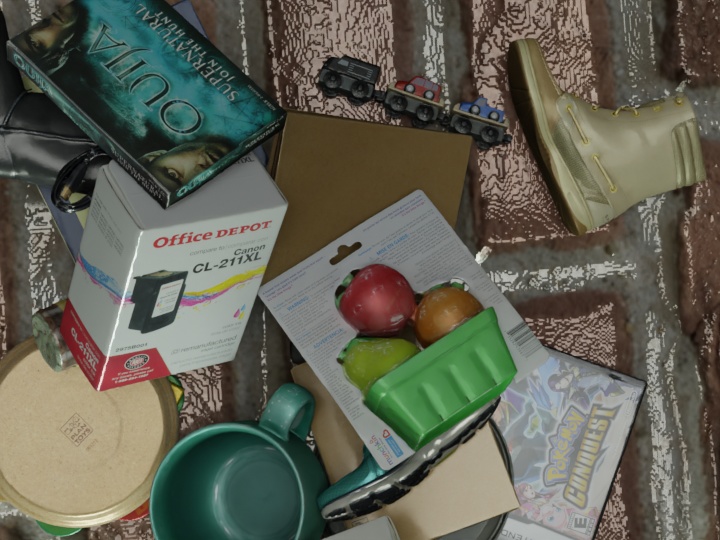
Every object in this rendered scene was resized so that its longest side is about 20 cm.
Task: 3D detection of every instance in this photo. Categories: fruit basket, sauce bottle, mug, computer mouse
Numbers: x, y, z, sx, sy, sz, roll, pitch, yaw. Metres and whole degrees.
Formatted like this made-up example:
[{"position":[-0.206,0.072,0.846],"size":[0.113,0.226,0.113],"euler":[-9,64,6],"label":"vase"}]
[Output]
[{"position":[0.037,0.051,1.452],"size":[0.185,0.094,0.200],"euler":[-33,69,-17],"label":"fruit basket"},{"position":[-0.206,0.035,1.539],"size":[0.200,0.065,0.065],"euler":[-19,90,-26],"label":"sauce bottle"},{"position":[-0.093,0.209,1.527],"size":[0.185,0.114,0.152],"euler":[-30,79,12],"label":"mug"},{"position":[-0.211,-0.136,1.391],"size":[0.059,0.034,0.200],"euler":[23,66,-10],"label":"computer mouse"}]

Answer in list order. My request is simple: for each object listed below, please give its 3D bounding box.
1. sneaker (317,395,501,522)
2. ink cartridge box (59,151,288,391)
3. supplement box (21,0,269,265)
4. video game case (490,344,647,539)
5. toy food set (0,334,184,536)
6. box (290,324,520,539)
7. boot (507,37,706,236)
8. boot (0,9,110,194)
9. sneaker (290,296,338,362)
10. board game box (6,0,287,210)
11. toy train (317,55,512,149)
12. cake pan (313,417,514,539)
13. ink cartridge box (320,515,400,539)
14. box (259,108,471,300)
[{"position":[0.036,0.156,1.504],"size":[0.200,0.078,0.080],"euler":[-40,74,-9],"label":"sneaker"},{"position":[-0.164,-0.003,1.412],"size":[0.146,0.200,0.083],"euler":[-12,51,-33],"label":"ink cartridge box"},{"position":[-0.205,-0.113,1.533],"size":[0.200,0.134,0.200],"euler":[-27,90,-4],"label":"supplement box"},{"position":[0.165,0.174,1.607],"size":[0.180,0.026,0.200],"euler":[20,87,-3],"label":"video game case"},{"position":[-0.269,0.153,1.565],"size":[0.198,0.049,0.200],"euler":[29,86,-3],"label":"toy food set"},{"position":[0.042,0.157,1.545],"size":[0.163,0.021,0.200],"euler":[-21,80,5],"label":"box"},{"position":[0.240,-0.153,1.597],"size":[0.155,0.073,0.200],"euler":[-22,92,-4],"label":"boot"},{"position":[-0.250,-0.149,1.431],"size":[0.200,0.066,0.165],"euler":[5,85,-4],"label":"boot"},{"position":[0.000,-0.001,1.569],"size":[0.108,0.067,0.202],"euler":[13,76,-3],"label":"sneaker"},{"position":[-0.178,-0.154,1.359],"size":[0.200,0.028,0.135],"euler":[42,60,15],"label":"board game box"},{"position":[0.056,-0.167,1.606],"size":[0.200,0.034,0.046],"euler":[19,75,-3],"label":"toy train"},{"position":[0.046,0.202,1.570],"size":[0.200,0.037,0.201],"euler":[-1,83,8],"label":"cake pan"},{"position":[-0.003,0.336,1.456],"size":[0.146,0.083,0.200],"euler":[-20,115,1],"label":"ink cartridge box"},{"position":[0.002,-0.056,1.500],"size":[0.200,0.021,0.164],"euler":[4,102,-30],"label":"box"}]
